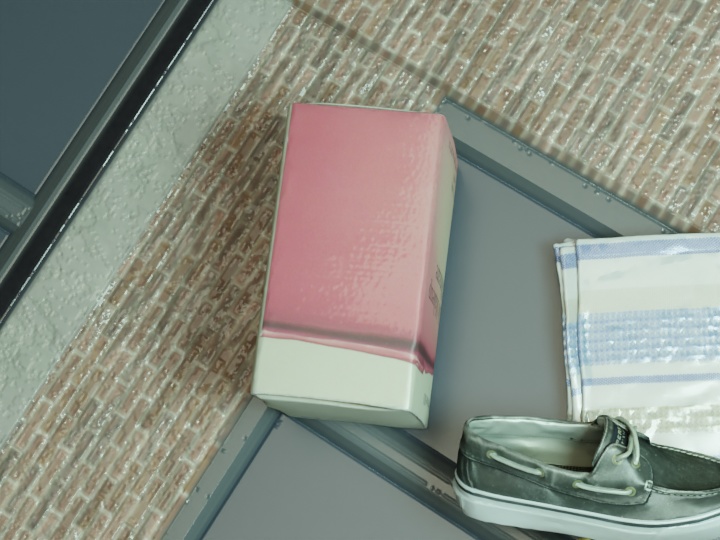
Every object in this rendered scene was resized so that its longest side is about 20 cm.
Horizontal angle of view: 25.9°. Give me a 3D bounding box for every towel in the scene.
[{"bbox_3d":[0.212,0.071,1.076,0.146,0.024,0.201,-4,80,5],"label":"towel"}]

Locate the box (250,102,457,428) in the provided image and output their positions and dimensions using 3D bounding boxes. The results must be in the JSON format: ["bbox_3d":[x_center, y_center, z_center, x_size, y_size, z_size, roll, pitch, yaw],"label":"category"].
[{"bbox_3d":[0.000,0.000,1.067,0.109,0.128,0.201,5,80,8],"label":"box"}]

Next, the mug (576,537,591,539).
[{"bbox_3d":[0.225,0.236,0.973,0.149,0.153,0.187,-21,76,4],"label":"mug"}]

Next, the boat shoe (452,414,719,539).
[{"bbox_3d":[0.158,0.130,1.011,0.199,0.072,0.071,1,121,6],"label":"boat shoe"}]
